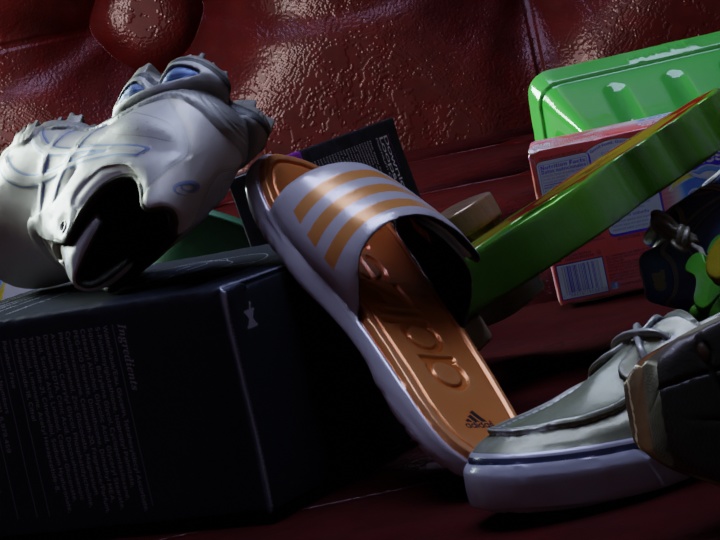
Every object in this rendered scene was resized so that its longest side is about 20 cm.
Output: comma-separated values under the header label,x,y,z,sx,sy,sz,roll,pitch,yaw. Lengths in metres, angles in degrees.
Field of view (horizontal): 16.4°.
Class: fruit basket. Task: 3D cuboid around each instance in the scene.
label,x,y,z,sx,sy,sz,roll,pitch,yaw
fruit basket,0.226,-0.098,1.847,0.214,0.156,0.216,-9,24,4

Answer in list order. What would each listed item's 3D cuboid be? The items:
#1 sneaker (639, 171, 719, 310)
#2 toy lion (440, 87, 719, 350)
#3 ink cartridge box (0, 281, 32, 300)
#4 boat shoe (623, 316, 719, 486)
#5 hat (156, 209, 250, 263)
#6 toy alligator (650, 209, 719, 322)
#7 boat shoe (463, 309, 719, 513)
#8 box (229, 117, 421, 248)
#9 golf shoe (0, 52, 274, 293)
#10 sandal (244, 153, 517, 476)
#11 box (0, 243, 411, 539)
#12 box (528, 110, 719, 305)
label,x,y,z,sx,sy,sz,roll,pitch,yaw
sneaker,0.196,-0.021,1.373,0.077,0.076,0.200,-8,7,11
toy lion,0.111,-0.031,1.310,0.191,0.069,0.200,-32,2,21
ink cartridge box,-0.172,0.046,1.381,0.199,0.068,0.117,-2,-14,9
boat shoe,0.188,0.043,0.945,0.199,0.076,0.074,-6,-2,-22
hat,-0.118,0.062,1.604,0.200,0.177,0.165,28,-20,-30
toy alligator,0.184,0.015,1.198,0.054,0.059,0.200,-56,28,-5
boat shoe,0.129,0.047,1.019,0.199,0.062,0.072,-16,7,-20
box,0.000,0.000,1.335,0.036,0.144,0.200,-19,3,21
golf shoe,-0.130,-0.026,1.167,0.200,0.078,0.097,-32,26,45
sandal,0.025,0.005,1.106,0.079,0.207,0.059,3,-50,-43
box,-0.094,0.055,1.196,0.199,0.108,0.148,-9,6,33
box,0.211,-0.051,1.574,0.199,0.103,0.095,-13,6,6
